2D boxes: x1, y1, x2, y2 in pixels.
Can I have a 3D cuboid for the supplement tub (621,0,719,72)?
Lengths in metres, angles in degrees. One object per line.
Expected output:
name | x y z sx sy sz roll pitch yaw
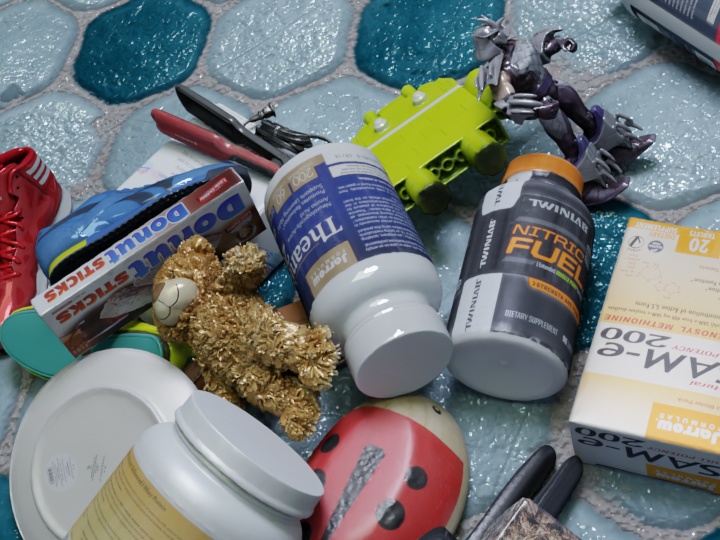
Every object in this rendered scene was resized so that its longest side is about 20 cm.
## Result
supplement tub | 0.332 -0.276 1.156 0.140 0.141 0.200 -36 54 -12

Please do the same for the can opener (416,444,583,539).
can opener | 0.101 0.207 0.922 0.200 0.079 0.063 -38 46 -25

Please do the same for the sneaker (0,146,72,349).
sneaker | -0.347 -0.032 1.181 0.078 0.116 0.201 -3 54 13

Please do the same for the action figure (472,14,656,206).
action figure | 0.168 -0.153 1.085 0.069 0.200 0.130 -25 30 48

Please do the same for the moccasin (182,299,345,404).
moccasin | -0.065 0.079 1.057 0.200 0.074 0.078 -22 43 -13

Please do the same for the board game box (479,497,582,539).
board game box | 0.105 0.283 0.809 0.159 0.097 0.200 36 69 8

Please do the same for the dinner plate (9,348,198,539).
dinner plate | -0.210 0.162 1.016 0.199 0.024 0.202 -5 75 21

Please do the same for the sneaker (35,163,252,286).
sneaker | -0.195 -0.054 1.082 0.199 0.066 0.079 -27 51 -3

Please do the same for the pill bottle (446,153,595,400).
pill bottle | 0.138 -0.001 1.033 0.106 0.106 0.201 5 56 18

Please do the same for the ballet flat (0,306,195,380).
ballet flat | -0.231 0.070 1.105 0.199 0.067 0.067 6 92 29

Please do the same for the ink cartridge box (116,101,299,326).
ink cartridge box | -0.150 -0.043 1.155 0.147 0.086 0.200 33 68 32

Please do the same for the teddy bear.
teddy bear | -0.098 0.053 0.974 0.067 0.145 0.200 -25 67 -43

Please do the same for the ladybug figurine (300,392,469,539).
ladybug figurine | 0.008 0.176 0.961 0.135 0.072 0.201 15 60 24

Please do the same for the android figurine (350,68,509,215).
android figurine | 0.059 -0.122 1.145 0.182 0.041 0.200 -34 33 1

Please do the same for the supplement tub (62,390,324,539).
supplement tub | -0.134 0.204 0.901 0.145 0.145 0.200 40 94 34

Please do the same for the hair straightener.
hair straightener | -0.096 -0.130 1.123 0.199 0.041 0.077 23 64 29

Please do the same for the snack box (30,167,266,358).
snack box | -0.176 -0.006 1.040 0.200 0.072 0.024 -35 54 -9

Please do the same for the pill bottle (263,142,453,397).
pill bottle | 0.000 0.000 1.001 0.110 0.111 0.201 -23 53 -2

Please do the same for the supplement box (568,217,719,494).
supplement box | 0.252 0.063 0.975 0.125 0.074 0.201 9 58 22
